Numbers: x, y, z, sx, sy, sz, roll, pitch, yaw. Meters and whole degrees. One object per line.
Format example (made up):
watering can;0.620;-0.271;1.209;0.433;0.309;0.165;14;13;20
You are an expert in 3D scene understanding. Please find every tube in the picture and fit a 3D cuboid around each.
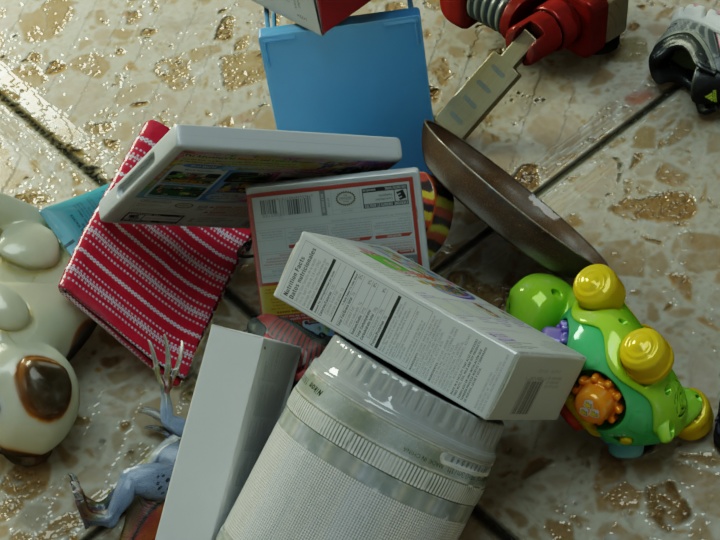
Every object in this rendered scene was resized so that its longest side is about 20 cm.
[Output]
tube;-0.195;-0.056;1.747;0.078;0.050;0.200;49;39;5

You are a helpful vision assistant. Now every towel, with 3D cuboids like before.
towel;-0.168;-0.019;1.714;0.022;0.145;0.201;-23;34;45

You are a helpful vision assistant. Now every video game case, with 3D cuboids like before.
video game case;-0.093;-0.074;1.639;0.199;0.182;0.024;2;71;-27
video game case;-0.012;0.021;1.622;0.142;0.201;0.017;-5;13;4

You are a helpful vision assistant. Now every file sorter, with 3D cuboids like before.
file sorter;-0.009;-0.177;1.776;0.138;0.201;0.123;-7;45;3

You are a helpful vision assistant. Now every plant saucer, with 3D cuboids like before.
plant saucer;0.123;-0.054;1.675;0.032;0.200;0.200;-50;53;10

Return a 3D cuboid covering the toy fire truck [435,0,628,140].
toy fire truck;0.130;-0.231;1.865;0.176;0.129;0.200;34;52;32

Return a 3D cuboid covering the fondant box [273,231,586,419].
fondant box;0.054;0.043;1.499;0.199;0.144;0.058;31;100;25

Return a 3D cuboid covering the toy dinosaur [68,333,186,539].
toy dinosaur;-0.144;0.157;1.605;0.181;0.105;0.201;-18;83;-10

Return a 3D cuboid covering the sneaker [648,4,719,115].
sneaker;0.343;-0.173;1.798;0.199;0.074;0.087;29;59;35

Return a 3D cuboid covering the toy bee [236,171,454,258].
toy bee;0.000;0.000;1.696;0.130;0.200;0.109;1;68;-38

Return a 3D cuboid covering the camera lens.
camera lens;-0.002;0.168;1.464;0.160;0.160;0.201;30;94;30

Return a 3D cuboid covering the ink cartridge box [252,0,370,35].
ink cartridge box;0.001;-0.294;1.691;0.200;0.084;0.175;-38;49;-27

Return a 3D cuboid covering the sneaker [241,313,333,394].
sneaker;0.000;0.084;1.594;0.200;0.071;0.098;34;83;8

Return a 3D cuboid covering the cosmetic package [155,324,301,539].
cosmetic package;-0.106;0.147;1.525;0.050;0.083;0.201;14;87;19

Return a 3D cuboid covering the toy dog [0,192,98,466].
toy dog;-0.285;0.067;1.671;0.193;0.140;0.201;20;44;-22

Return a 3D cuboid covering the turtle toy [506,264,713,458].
turtle toy;0.190;0.070;1.585;0.101;0.146;0.200;-37;50;5

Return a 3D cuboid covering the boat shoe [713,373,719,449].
boat shoe;0.355;0.061;1.581;0.074;0.093;0.200;29;60;29
